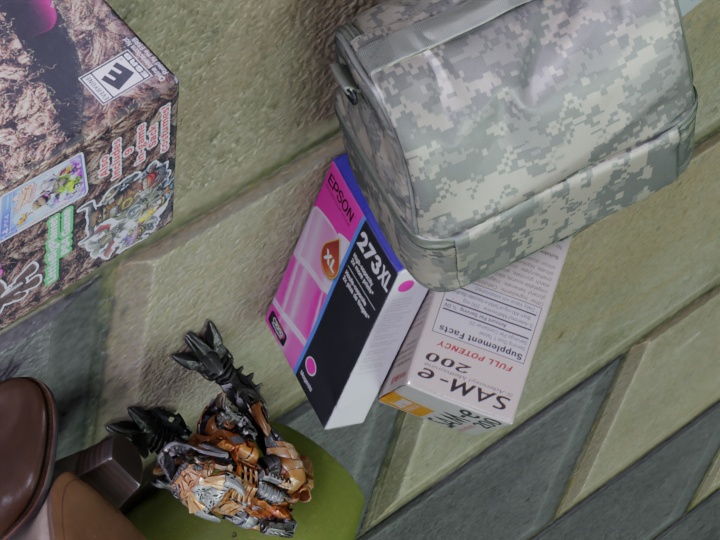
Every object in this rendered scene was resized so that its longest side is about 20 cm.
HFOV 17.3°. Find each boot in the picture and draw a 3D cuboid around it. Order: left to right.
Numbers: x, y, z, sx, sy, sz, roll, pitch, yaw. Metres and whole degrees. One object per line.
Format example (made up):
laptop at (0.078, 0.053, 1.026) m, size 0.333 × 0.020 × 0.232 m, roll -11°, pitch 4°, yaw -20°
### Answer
boot at (-0.242, 0.084, 1.236) m, size 0.200 × 0.064 × 0.187 m, roll 62°, pitch 40°, yaw -47°
boot at (-0.196, 0.173, 1.376) m, size 0.146 × 0.070 × 0.200 m, roll -38°, pitch -170°, yaw 16°

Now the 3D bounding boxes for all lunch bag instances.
lunch bag at (0.086, -0.108, 1.313) m, size 0.199 × 0.140 × 0.168 m, roll -24°, pitch 153°, yaw -6°

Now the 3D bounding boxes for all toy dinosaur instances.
toy dinosaur at (-0.083, 0.123, 1.491) m, size 0.102 × 0.136 × 0.200 m, roll -41°, pitch 159°, yaw -9°

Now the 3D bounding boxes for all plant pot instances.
plant pot at (-0.093, 0.207, 1.614) m, size 0.200 × 0.187 × 0.187 m, roll -52°, pitch 163°, yaw -21°

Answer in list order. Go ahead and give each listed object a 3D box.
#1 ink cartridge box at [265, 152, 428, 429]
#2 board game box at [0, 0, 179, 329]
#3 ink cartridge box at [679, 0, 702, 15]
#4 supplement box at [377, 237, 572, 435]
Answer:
ink cartridge box at (0.000, 0.000, 1.460) m, size 0.037 × 0.095 × 0.200 m, roll -8°, pitch 142°, yaw -32°
board game box at (-0.196, -0.050, 0.925) m, size 0.200 × 0.159 × 0.097 m, roll -34°, pitch 156°, yaw -25°
ink cartridge box at (0.261, -0.266, 1.505) m, size 0.200 × 0.047 × 0.160 m, roll -38°, pitch 158°, yaw -11°
supplement box at (0.082, -0.005, 1.469) m, size 0.126 × 0.073 × 0.201 m, roll 137°, pitch -28°, yaw -80°
